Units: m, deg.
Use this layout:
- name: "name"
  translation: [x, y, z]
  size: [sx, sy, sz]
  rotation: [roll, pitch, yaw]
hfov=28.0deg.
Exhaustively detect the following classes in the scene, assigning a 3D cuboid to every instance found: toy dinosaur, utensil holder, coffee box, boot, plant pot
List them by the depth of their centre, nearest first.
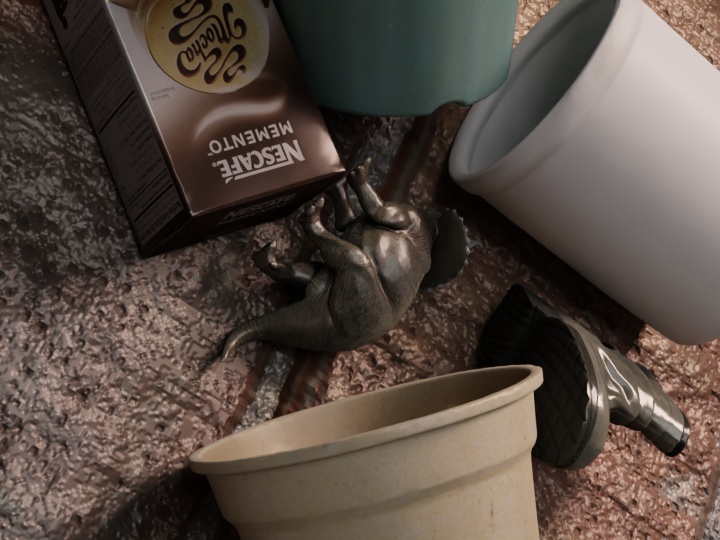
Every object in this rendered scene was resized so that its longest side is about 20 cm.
- name: "plant pot"
  translation: [0.024, 0.166, 0.791]
  size: [0.199, 0.200, 0.185]
  rotation: [-14, 90, -32]
- name: "coffee box"
  translation: [-0.106, -0.123, 0.872]
  size: [0.112, 0.080, 0.201]
  rotation: [-19, 82, -34]
- name: "plant pot"
  translation: [0.022, -0.213, 0.883]
  size: [0.199, 0.200, 0.198]
  rotation: [-26, 129, -33]
- name: "toy dinosaur"
  translation: [0.000, 0.000, 0.889]
  size: [0.102, 0.077, 0.200]
  rotation: [49, 57, -5]
- name: "boot"
  translation: [0.156, 0.079, 0.898]
  size: [0.130, 0.200, 0.068]
  rotation: [28, 105, -14]
- name: "utensil holder"
  translation: [0.187, -0.069, 0.967]
  size: [0.200, 0.170, 0.171]
  rotation: [37, 58, -14]
